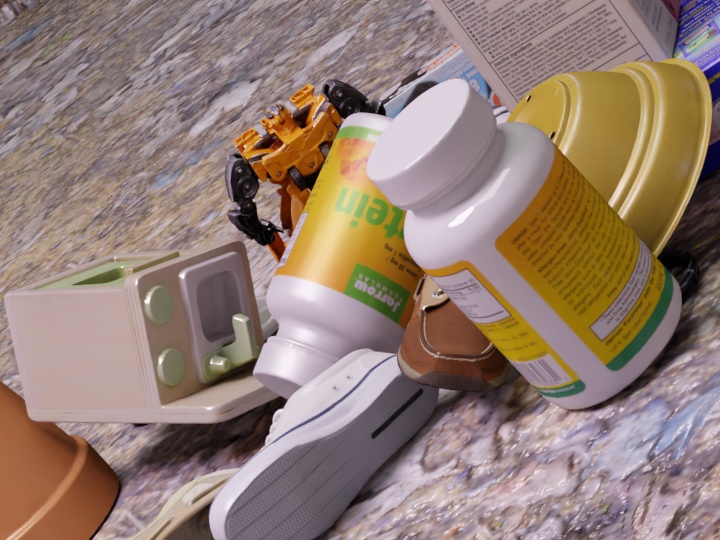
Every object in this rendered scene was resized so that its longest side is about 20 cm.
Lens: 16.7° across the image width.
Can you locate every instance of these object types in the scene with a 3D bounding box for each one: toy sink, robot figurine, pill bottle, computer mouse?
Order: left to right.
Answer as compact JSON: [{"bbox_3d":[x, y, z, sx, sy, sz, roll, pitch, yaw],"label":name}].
[{"bbox_3d":[-0.151,0.045,1.864,0.199,0.113,0.130,-2,14,39],"label":"toy sink"},{"bbox_3d":[-0.026,-0.056,1.869,0.145,0.200,0.058,-37,37,-6],"label":"robot figurine"},{"bbox_3d":[0.000,0.000,1.748,0.111,0.111,0.201,0,63,62],"label":"pill bottle"},{"bbox_3d":[0.098,-0.019,1.510,0.113,0.200,0.113,-37,22,18],"label":"pill bottle"},{"bbox_3d":[0.179,-0.012,1.644,0.058,0.034,0.200,-36,18,-3],"label":"computer mouse"}]

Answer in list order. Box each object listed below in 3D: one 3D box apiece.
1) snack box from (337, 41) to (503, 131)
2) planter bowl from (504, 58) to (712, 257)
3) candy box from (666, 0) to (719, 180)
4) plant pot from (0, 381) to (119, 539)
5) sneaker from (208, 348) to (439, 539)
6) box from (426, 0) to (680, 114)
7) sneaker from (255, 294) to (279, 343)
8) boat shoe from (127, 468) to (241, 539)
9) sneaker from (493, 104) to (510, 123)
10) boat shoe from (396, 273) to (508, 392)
[{"bbox_3d":[0.071,-0.105,1.954,0.199,0.116,0.037,-35,17,4],"label":"snack box"},{"bbox_3d":[0.142,-0.070,1.649,0.201,0.083,0.201,-49,25,33],"label":"planter bowl"},{"bbox_3d":[0.279,-0.164,1.777,0.169,0.077,0.200,-33,19,16],"label":"candy box"},{"bbox_3d":[-0.309,0.172,1.919,0.199,0.140,0.200,-33,18,12],"label":"plant pot"},{"bbox_3d":[-0.033,0.121,1.631,0.200,0.073,0.071,-35,30,-34],"label":"sneaker"},{"bbox_3d":[0.123,-0.219,1.767,0.127,0.200,0.109,-29,20,26],"label":"box"},{"bbox_3d":[-0.144,0.040,1.985,0.200,0.116,0.076,-27,19,26],"label":"sneaker"},{"bbox_3d":[-0.114,0.194,1.608,0.063,0.073,0.201,-29,11,35],"label":"boat shoe"},{"bbox_3d":[0.105,-0.060,1.833,0.129,0.080,0.199,-17,23,49],"label":"sneaker"},{"bbox_3d":[0.066,0.022,1.643,0.075,0.074,0.200,6,18,2],"label":"boat shoe"}]
